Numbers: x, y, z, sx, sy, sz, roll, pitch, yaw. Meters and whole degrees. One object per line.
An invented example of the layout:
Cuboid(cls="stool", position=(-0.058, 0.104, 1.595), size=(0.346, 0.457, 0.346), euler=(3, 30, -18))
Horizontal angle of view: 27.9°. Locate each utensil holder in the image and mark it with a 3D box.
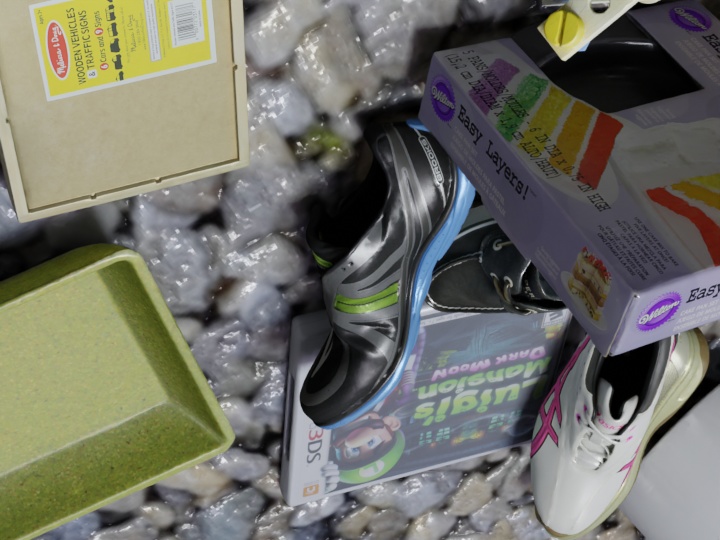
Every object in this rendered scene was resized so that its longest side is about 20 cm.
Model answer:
Cuboid(cls="utensil holder", position=(0.319, 0.194, 1.097), size=(0.170, 0.200, 0.170), euler=(-36, 156, -18))

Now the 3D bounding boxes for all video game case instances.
Cuboid(cls="video game case", position=(0.045, 0.078, 0.987), size=(0.200, 0.023, 0.182), euler=(-13, 138, -18))

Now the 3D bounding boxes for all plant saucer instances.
Cuboid(cls="plant saucer", position=(-0.193, 0.072, 0.826), size=(0.200, 0.048, 0.200), euler=(-24, 140, -4))

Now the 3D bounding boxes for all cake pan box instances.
Cuboid(cls="cake pan box", position=(0.154, -0.060, 0.760), size=(0.184, 0.200, 0.052), euler=(-13, 139, -25))

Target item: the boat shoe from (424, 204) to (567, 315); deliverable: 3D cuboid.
Cuboid(cls="boat shoe", position=(0.107, -0.005, 0.840), size=(0.200, 0.057, 0.069), euler=(-18, 126, 40))

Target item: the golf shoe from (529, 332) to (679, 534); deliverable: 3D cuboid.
Cuboid(cls="golf shoe", position=(0.159, 0.096, 0.982), size=(0.073, 0.092, 0.200), euler=(19, 109, 9))

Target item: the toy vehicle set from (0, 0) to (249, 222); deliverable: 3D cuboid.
Cuboid(cls="toy vehicle set", position=(-0.118, -0.116, 0.682), size=(0.124, 0.027, 0.200), euler=(-15, 139, -15))

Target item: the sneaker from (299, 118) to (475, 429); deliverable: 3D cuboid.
Cuboid(cls="sneaker", position=(0.000, 0.000, 0.840), size=(0.083, 0.071, 0.200), euler=(10, 116, -22))

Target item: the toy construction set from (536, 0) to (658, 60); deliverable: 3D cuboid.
Cuboid(cls="toy construction set", position=(0.173, -0.184, 0.688), size=(0.200, 0.131, 0.092), euler=(-12, 179, 8))

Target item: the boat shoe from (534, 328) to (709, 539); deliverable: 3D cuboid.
Cuboid(cls="boat shoe", position=(0.178, 0.116, 1.069), size=(0.063, 0.073, 0.201), euler=(14, 123, -30))
